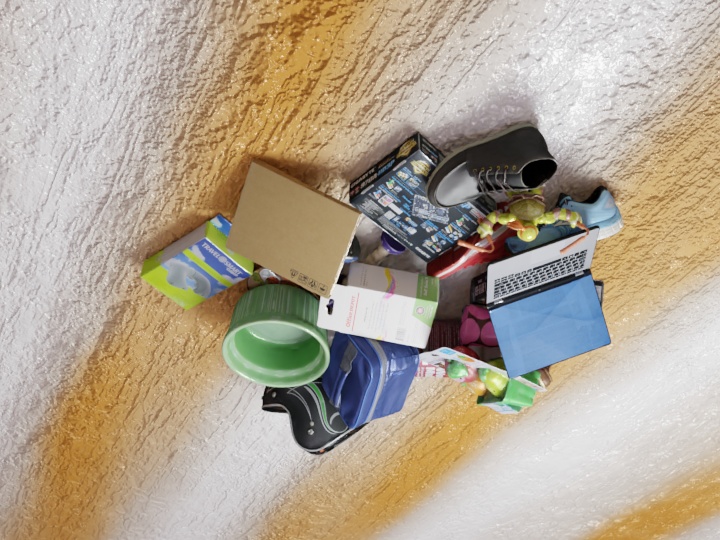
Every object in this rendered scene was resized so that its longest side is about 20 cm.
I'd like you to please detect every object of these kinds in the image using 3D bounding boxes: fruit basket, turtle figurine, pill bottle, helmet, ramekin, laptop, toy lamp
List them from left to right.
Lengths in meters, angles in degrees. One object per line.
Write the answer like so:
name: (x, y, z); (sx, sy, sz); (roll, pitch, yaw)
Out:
ramekin: (-0.150, 0.117, 1.555); (0.196, 0.099, 0.202); (1, 138, 1)
helmet: (-0.093, 0.261, 1.695); (0.198, 0.192, 0.200); (-30, 167, -8)
toy lamp: (0.000, 0.000, 1.505); (0.058, 0.059, 0.200); (26, 131, -24)
pill bottle: (0.166, 0.149, 1.616); (0.196, 0.111, 0.111); (1, 138, 3)
fruit basket: (0.202, 0.185, 1.484); (0.197, 0.095, 0.185); (17, 166, -11)
turtle figurine: (0.244, -0.098, 1.301); (0.196, 0.163, 0.065); (-6, 136, 9)
laptop: (0.304, 0.054, 1.344); (0.184, 0.117, 0.201); (-19, 150, -4)

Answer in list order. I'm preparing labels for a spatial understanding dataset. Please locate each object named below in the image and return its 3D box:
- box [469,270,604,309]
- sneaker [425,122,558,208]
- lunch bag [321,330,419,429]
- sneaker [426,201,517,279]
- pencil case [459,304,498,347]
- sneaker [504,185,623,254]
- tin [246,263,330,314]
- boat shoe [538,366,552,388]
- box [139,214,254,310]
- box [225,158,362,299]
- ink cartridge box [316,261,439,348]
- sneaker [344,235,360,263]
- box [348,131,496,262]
box: (0.303, 0.040, 1.478); (0.196, 0.051, 0.158); (7, 172, -4)
sneaker: (0.191, -0.142, 1.263); (0.198, 0.107, 0.075); (-31, 124, 10)
lunch bag: (0.006, 0.189, 1.555); (0.130, 0.136, 0.202); (-11, 134, -32)
sneaker: (0.214, -0.023, 1.451); (0.115, 0.079, 0.199); (34, 131, -28)
pencil case: (0.276, 0.111, 1.517); (0.196, 0.092, 0.094); (7, 143, 5)
sneaker: (0.322, -0.080, 1.374); (0.197, 0.078, 0.091); (-21, 104, -4)
tin: (-0.132, 0.045, 1.576); (0.110, 0.042, 0.201); (-20, 133, 18)
boat shoe: (0.323, 0.164, 1.583); (0.067, 0.200, 0.073); (-30, 101, 3)
box: (-0.283, -0.011, 1.516); (0.198, 0.048, 0.122); (-27, 130, 30)
box: (-0.111, -0.066, 1.378); (0.197, 0.021, 0.166); (26, 116, 7)
ink cartridge box: (0.029, 0.056, 1.466); (0.196, 0.068, 0.118); (11, 132, 0)
sneaker: (-0.095, -0.039, 1.463); (0.196, 0.080, 0.090); (6, 146, 9)
box: (0.102, -0.112, 1.382); (0.199, 0.047, 0.158); (35, 129, -30)
